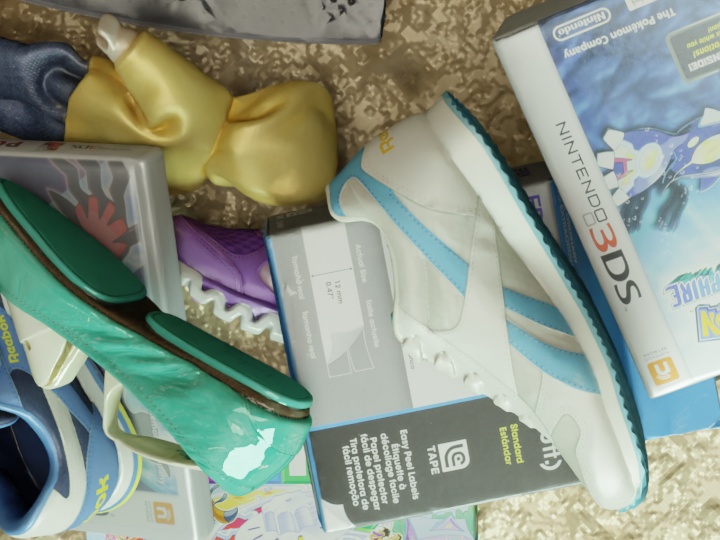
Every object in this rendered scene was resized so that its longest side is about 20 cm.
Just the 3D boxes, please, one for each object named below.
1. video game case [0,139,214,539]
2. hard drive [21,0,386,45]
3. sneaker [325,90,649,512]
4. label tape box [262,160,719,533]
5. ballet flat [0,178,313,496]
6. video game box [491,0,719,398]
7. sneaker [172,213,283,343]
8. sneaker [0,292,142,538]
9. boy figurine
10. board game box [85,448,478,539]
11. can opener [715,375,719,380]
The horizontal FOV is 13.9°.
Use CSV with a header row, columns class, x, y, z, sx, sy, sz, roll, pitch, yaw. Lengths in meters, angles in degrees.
class,x,y,z,sx,sy,sz,roll,pitch,yaw
video game case,-0.166,0.033,1.443,0.181,0.023,0.201,3,112,26
hard drive,-0.079,-0.184,1.413,0.198,0.042,0.136,8,104,5
sneaker,0.062,0.024,1.307,0.080,0.077,0.201,-31,91,7
label tape box,0.064,0.029,1.372,0.199,0.066,0.144,-11,98,1
ballet flat,-0.113,0.037,1.349,0.200,0.067,0.071,35,102,18
video game box,0.183,-0.060,1.296,0.199,0.047,0.183,-22,104,19
sneaker,0.000,0.000,1.436,0.199,0.081,0.089,18,99,-4
sneaker,-0.182,0.039,1.392,0.074,0.082,0.201,-34,92,36
boy figurine,-0.106,-0.081,1.412,0.199,0.125,0.065,12,60,5
board game box,-0.040,0.132,1.489,0.198,0.034,0.135,-1,103,6
can opener,0.137,-0.038,1.431,0.067,0.053,0.201,-20,102,-23
